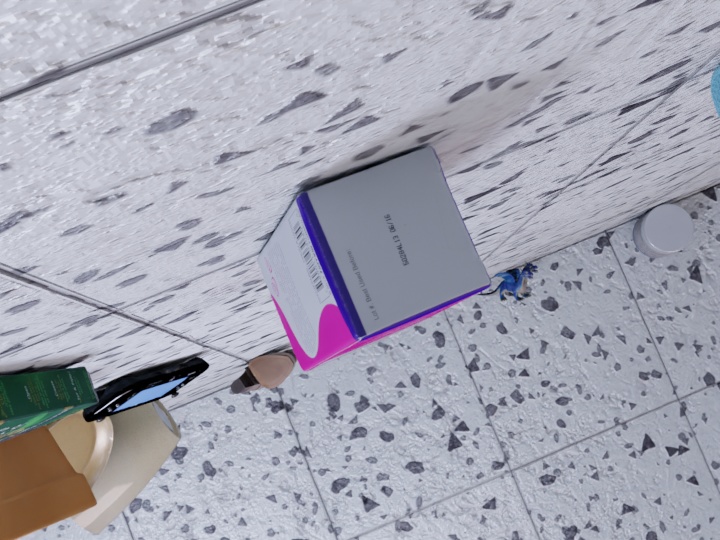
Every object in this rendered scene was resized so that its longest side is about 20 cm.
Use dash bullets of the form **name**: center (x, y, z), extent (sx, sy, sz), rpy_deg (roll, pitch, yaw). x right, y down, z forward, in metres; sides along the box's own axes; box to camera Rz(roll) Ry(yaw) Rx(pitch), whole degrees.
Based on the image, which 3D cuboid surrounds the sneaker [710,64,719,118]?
- **sneaker**: center (0.360, -0.162, 0.769), extent (0.130, 0.080, 0.200), rpy_deg (-20, -176, -7)

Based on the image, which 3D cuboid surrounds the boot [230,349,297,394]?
- **boot**: center (-0.175, 0.196, 2.140), extent (0.200, 0.070, 0.146), rpy_deg (-25, 180, 34)

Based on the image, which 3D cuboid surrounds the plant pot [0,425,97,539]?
- **plant pot**: center (-0.423, 0.245, 1.194), extent (0.200, 0.140, 0.200), rpy_deg (-22, 174, -3)

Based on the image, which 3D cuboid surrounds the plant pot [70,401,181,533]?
- **plant pot**: center (-0.405, 0.300, 1.720), extent (0.200, 0.187, 0.187), rpy_deg (-35, 175, -2)

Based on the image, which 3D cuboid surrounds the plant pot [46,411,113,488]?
- **plant pot**: center (-0.451, 0.290, 1.550), extent (0.200, 0.027, 0.200), rpy_deg (-44, 150, -35)

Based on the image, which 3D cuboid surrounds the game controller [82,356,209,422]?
- **game controller**: center (-0.294, 0.164, 1.439), extent (0.104, 0.042, 0.200), rpy_deg (-25, 174, 26)

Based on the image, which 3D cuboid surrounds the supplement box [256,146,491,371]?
- **supplement box**: center (0.000, 0.000, 0.743), extent (0.103, 0.101, 0.200), rpy_deg (-21, 175, -18)

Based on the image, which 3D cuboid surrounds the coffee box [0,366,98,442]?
- **coffee box**: center (-0.340, 0.133, 0.949), extent (0.123, 0.044, 0.200), rpy_deg (-22, 174, 8)

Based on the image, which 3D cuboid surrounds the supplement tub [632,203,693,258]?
- **supplement tub**: center (0.802, -0.103, 2.755), extent (0.132, 0.132, 0.200), rpy_deg (-23, 174, 3)

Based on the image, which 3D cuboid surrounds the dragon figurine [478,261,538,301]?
- **dragon figurine**: center (0.394, 0.027, 2.744), extent (0.059, 0.100, 0.200), rpy_deg (-20, -167, -38)
